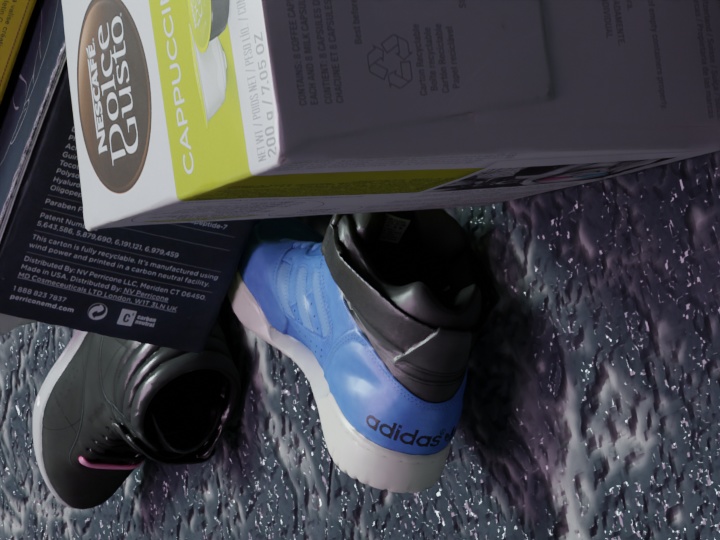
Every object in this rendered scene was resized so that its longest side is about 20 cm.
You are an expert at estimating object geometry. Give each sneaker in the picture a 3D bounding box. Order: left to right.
[{"bbox_3d":[-0.123,0.083,1.572,0.200,0.070,0.099,-64,35,38],"label":"sneaker"},{"bbox_3d":[0.001,0.000,1.321,0.200,0.076,0.112,-120,43,-53],"label":"sneaker"}]

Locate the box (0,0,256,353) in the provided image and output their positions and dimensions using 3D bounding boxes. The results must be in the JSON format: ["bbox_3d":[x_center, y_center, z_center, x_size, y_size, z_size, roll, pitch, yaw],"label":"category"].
[{"bbox_3d":[-0.114,-0.101,1.392,0.200,0.124,0.197,-114,40,-56],"label":"box"}]

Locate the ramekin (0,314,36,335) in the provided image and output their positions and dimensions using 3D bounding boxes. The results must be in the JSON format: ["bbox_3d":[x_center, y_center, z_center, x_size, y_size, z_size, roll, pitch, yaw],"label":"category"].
[{"bbox_3d":[-0.180,-0.067,1.621,0.200,0.105,0.201,18,111,60],"label":"ramekin"}]

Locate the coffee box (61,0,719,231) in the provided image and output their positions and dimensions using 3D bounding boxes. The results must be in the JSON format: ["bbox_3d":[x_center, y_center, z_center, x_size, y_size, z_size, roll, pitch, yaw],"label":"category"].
[{"bbox_3d":[0.003,-0.129,1.155,0.198,0.199,0.201,-13,82,63],"label":"coffee box"}]

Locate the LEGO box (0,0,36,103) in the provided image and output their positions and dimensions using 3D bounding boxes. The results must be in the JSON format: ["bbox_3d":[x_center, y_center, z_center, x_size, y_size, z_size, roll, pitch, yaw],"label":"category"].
[{"bbox_3d":[-0.214,-0.122,1.384,0.201,0.077,0.149,-68,24,20],"label":"LEGO box"}]
